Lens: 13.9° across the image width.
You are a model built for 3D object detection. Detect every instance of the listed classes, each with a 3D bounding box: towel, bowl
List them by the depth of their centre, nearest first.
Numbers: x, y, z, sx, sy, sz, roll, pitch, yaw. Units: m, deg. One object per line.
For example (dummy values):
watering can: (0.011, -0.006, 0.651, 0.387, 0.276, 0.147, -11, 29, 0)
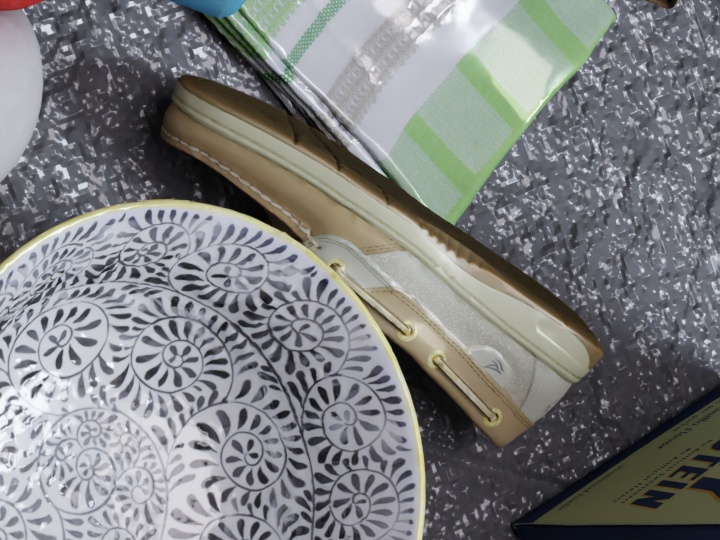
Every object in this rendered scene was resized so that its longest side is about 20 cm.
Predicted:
bowl: (-0.086, 0.079, 1.055, 0.201, 0.094, 0.201, 4, 83, -31)
towel: (0.006, -0.128, 1.170, 0.200, 0.031, 0.149, 48, 65, -18)

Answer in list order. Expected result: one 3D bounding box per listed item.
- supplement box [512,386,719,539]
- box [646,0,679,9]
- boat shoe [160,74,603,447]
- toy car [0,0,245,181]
supplement box: (0.200, 0.153, 1.156, 0.134, 0.200, 0.200, -31, 100, -29)
box: (0.086, -0.215, 1.155, 0.163, 0.021, 0.200, 22, 70, 6)
boat shoe: (0.000, 0.000, 1.128, 0.200, 0.074, 0.066, 35, 97, -15)
toy car: (-0.150, -0.093, 1.026, 0.184, 0.177, 0.200, 20, 104, -14)
